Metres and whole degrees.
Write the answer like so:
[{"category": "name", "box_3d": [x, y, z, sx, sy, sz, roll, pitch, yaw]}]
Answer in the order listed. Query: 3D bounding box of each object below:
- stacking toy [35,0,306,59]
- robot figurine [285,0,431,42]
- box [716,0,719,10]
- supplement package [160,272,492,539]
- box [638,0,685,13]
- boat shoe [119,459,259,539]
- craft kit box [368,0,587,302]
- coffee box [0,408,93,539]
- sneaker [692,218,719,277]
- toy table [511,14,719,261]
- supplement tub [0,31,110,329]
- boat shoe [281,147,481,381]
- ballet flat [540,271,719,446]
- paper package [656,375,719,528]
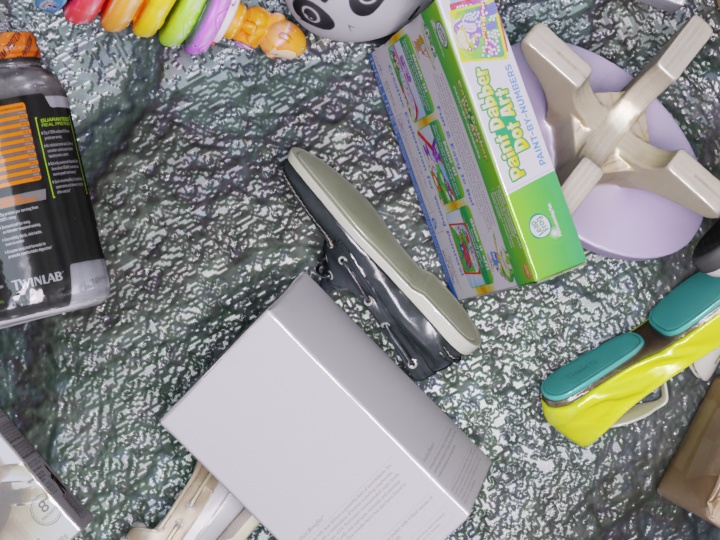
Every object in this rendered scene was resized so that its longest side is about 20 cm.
[{"category": "stacking toy", "box_3d": [-0.129, -0.202, 1.412, 0.198, 0.116, 0.111, 25, 83, -15]}, {"category": "robot figurine", "box_3d": [-0.014, -0.266, 1.392, 0.124, 0.150, 0.202, -14, 90, -15]}, {"category": "box", "box_3d": [0.358, -0.168, 1.397, 0.162, 0.021, 0.201, -11, 49, -3]}, {"category": "supplement package", "box_3d": [-0.021, 0.122, 1.378, 0.200, 0.120, 0.121, 45, 108, -1]}, {"category": "box", "box_3d": [0.173, -0.302, 1.443, 0.198, 0.041, 0.157, 21, 89, -3]}, {"category": "boat shoe", "box_3d": [-0.146, 0.213, 1.413, 0.068, 0.075, 0.200, 43, 79, 2]}, {"category": "craft kit box", "box_3d": [0.077, -0.084, 1.358, 0.048, 0.197, 0.202, -20, 91, -11]}, {"category": "coffee box", "box_3d": [-0.303, 0.145, 1.400, 0.113, 0.080, 0.200, -41, 91, -1]}, {"category": "sneaker", "box_3d": [0.321, -0.017, 1.356, 0.201, 0.067, 0.109, -35, 97, -38]}, {"category": "toy table", "box_3d": [0.181, -0.097, 1.393, 0.199, 0.117, 0.185, 29, 79, -6]}, {"category": "supplement tub", "box_3d": [-0.258, -0.062, 1.383, 0.121, 0.123, 0.202, -13, 89, -2]}, {"category": "boat shoe", "box_3d": [0.001, 0.000, 1.420, 0.066, 0.075, 0.199, -42, 95, 19]}, {"category": "ballet flat", "box_3d": [0.226, 0.064, 1.436, 0.199, 0.067, 0.067, -34, 112, 1]}, {"category": "paper package", "box_3d": [0.324, 0.163, 1.364, 0.189, 0.200, 0.104, 28, 88, -1]}]
